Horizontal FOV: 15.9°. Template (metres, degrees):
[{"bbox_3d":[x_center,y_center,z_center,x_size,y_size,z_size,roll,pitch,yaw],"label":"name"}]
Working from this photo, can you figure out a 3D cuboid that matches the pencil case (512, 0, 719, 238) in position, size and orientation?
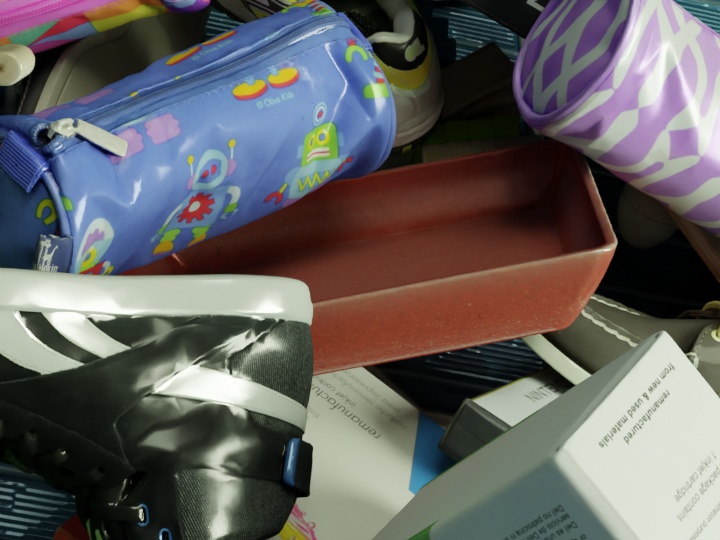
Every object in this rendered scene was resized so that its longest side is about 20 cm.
[{"bbox_3d":[0.158,-0.058,1.080,0.199,0.086,0.084,26,18,-30],"label":"pencil case"}]

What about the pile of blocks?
[{"bbox_3d":[0.023,-0.076,1.193,0.082,0.062,0.200,-26,64,-19],"label":"pile of blocks"}]

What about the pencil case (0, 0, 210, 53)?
[{"bbox_3d":[-0.160,-0.128,1.105,0.199,0.089,0.089,-16,43,9],"label":"pencil case"}]

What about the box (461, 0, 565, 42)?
[{"bbox_3d":[0.080,-0.131,1.160,0.199,0.049,0.161,26,10,-31],"label":"box"}]

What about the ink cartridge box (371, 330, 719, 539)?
[{"bbox_3d":[0.103,0.145,0.877,0.200,0.145,0.084,51,45,-2],"label":"ink cartridge box"}]

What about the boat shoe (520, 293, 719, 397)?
[{"bbox_3d":[0.157,0.048,1.051,0.200,0.061,0.072,27,15,-10],"label":"boat shoe"}]

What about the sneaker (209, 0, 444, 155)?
[{"bbox_3d":[-0.029,-0.143,1.147,0.075,0.077,0.200,-36,69,-24],"label":"sneaker"}]

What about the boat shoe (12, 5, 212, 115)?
[{"bbox_3d":[-0.124,-0.087,1.170,0.062,0.073,0.201,-13,37,30],"label":"boat shoe"}]

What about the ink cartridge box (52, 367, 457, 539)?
[{"bbox_3d":[-0.039,0.121,0.954,0.116,0.068,0.200,36,43,18],"label":"ink cartridge box"}]

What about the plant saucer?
[{"bbox_3d":[0.000,0.000,1.032,0.198,0.037,0.200,-11,15,3],"label":"plant saucer"}]

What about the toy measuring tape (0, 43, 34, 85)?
[{"bbox_3d":[-0.189,-0.005,0.970,0.074,0.199,0.074,52,15,-19],"label":"toy measuring tape"}]

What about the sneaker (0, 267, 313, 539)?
[{"bbox_3d":[-0.104,0.059,0.864,0.199,0.073,0.113,-1,79,-23],"label":"sneaker"}]

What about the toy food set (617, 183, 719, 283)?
[{"bbox_3d":[0.192,0.003,1.192,0.143,0.061,0.201,0,45,-38],"label":"toy food set"}]

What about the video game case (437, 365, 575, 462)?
[{"bbox_3d":[0.145,0.102,1.023,0.199,0.026,0.181,34,16,16],"label":"video game case"}]

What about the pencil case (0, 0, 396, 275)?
[{"bbox_3d":[-0.074,-0.050,1.031,0.199,0.087,0.078,-24,65,-39],"label":"pencil case"}]
